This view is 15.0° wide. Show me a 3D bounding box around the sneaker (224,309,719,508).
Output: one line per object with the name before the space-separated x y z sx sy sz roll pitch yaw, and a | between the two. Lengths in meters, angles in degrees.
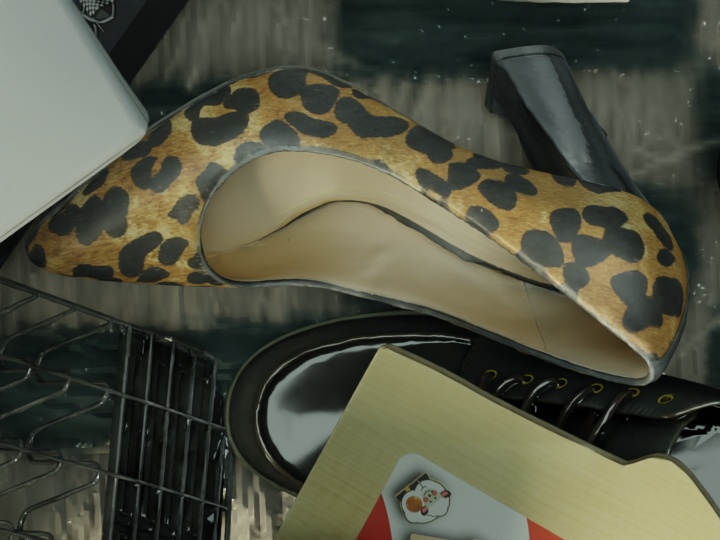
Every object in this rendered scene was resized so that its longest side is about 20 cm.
sneaker | 0.056 0.052 0.892 0.200 0.106 0.075 6 87 -3

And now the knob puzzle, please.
knob puzzle | 0.054 0.145 0.856 0.220 0.030 0.220 1 94 12

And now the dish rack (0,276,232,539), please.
dish rack | -0.124 0.070 0.867 0.200 0.055 0.153 21 66 -42

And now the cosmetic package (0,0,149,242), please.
cosmetic package | -0.183 -0.099 0.729 0.123 0.200 0.199 -37 114 -13

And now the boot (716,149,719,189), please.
boot | 0.154 -0.122 0.928 0.138 0.077 0.200 43 73 3

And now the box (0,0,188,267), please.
box | -0.146 -0.130 0.879 0.198 0.050 0.200 38 86 -29

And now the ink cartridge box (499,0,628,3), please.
ink cartridge box | 0.005 -0.180 0.870 0.200 0.084 0.145 15 86 -31

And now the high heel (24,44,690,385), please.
high heel | 0.000 0.000 0.878 0.200 0.071 0.143 -16 48 -9
